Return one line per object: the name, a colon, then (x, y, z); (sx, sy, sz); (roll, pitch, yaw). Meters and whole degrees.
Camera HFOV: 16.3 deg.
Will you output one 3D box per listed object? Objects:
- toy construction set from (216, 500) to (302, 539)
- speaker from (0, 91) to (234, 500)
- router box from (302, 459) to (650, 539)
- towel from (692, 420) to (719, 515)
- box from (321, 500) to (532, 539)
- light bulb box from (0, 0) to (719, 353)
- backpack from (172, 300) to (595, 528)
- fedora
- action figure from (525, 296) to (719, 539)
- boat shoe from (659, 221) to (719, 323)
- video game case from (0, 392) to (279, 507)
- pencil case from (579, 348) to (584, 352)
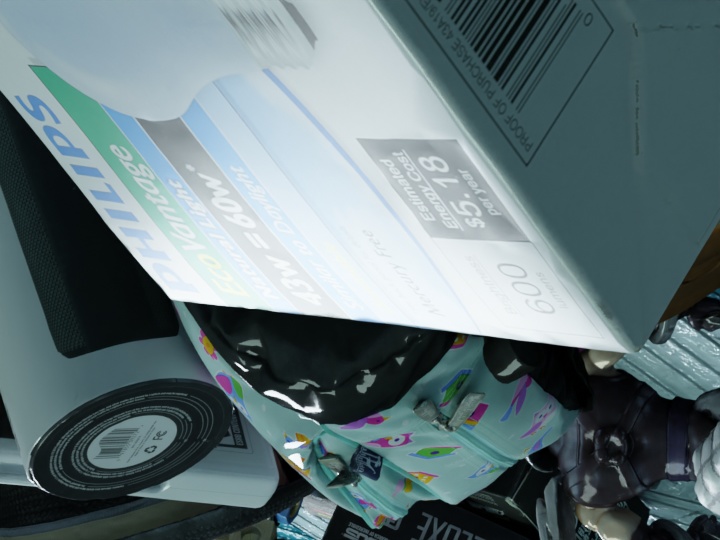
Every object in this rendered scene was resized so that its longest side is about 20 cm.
toy construction set: (-0.077, 0.175, 1.322); (0.092, 0.131, 0.200); (31, 145, 6)
speaker: (-0.117, -0.016, 0.968); (0.081, 0.081, 0.200); (58, -172, -59)
router box: (0.034, 0.097, 1.301); (0.200, 0.062, 0.150); (15, 159, 31)
towel: (0.228, 0.055, 0.834); (0.200, 0.086, 0.166); (24, 148, 2)
box: (0.053, 0.170, 1.294); (0.158, 0.050, 0.200); (25, 164, 3)
light bulb box: (-0.014, -0.092, 0.691); (0.200, 0.125, 0.198); (5, 142, 48)
backpack: (0.005, 0.008, 0.910); (0.126, 0.167, 0.200); (-27, 153, 9)
fedora: (-0.107, 0.073, 1.097); (0.201, 0.200, 0.092); (-11, 96, 62)
action figure: (0.142, 0.068, 0.987); (0.200, 0.130, 0.069); (3, -161, 24)
boat shoe: (0.101, -0.025, 0.872); (0.070, 0.070, 0.200); (61, 172, 11)
video game case: (-0.137, 0.008, 1.024); (0.182, 0.200, 0.023); (8, 133, -26)
pencil case: (0.000, 0.000, 1.048); (0.200, 0.091, 0.094); (35, -174, -20)
